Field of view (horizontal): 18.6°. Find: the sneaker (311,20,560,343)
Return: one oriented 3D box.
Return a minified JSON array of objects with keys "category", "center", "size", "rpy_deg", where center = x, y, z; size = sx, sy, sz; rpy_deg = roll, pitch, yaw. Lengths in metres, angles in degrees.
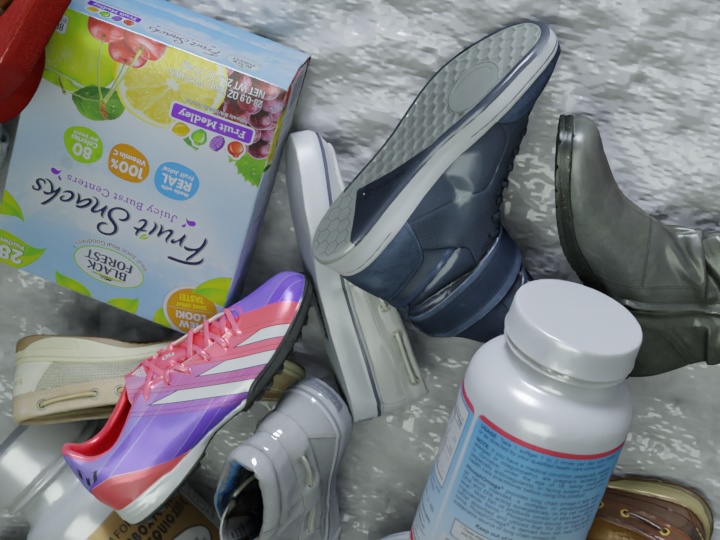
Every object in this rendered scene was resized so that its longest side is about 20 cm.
[{"category":"sneaker","center":[0.085,-0.048,1.391],"size":[0.146,0.077,0.202],"rpy_deg":[37,99,-28]}]

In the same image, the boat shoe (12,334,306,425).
[{"category":"boat shoe","center":[-0.137,0.083,1.496],"size":[0.199,0.072,0.065],"rpy_deg":[3,74,-1]}]

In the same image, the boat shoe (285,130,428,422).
[{"category":"boat shoe","center":[0.000,0.000,1.442],"size":[0.065,0.072,0.201],"rpy_deg":[-16,102,-8]}]

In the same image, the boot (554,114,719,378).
[{"category":"boot","center":[0.196,-0.019,1.383],"size":[0.130,0.068,0.201],"rpy_deg":[-8,121,15]}]

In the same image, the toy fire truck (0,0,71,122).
[{"category":"toy fire truck","center":[-0.227,-0.197,1.340],"size":[0.112,0.201,0.168],"rpy_deg":[24,126,-42]}]

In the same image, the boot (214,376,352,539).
[{"category":"boot","center":[-0.064,0.161,1.493],"size":[0.073,0.095,0.201],"rpy_deg":[34,143,23]}]

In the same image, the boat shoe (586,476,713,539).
[{"category":"boat shoe","center":[0.136,0.175,1.488],"size":[0.199,0.068,0.072],"rpy_deg":[5,117,14]}]

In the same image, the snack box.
[{"category":"snack box","center":[-0.140,-0.073,1.443],"size":[0.168,0.068,0.201],"rpy_deg":[20,121,5]}]

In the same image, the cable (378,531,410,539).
[{"category":"cable","center":[0.073,0.262,1.517],"size":[0.200,0.069,0.200],"rpy_deg":[34,142,-7]}]

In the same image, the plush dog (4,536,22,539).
[{"category":"plush dog","center":[-0.281,0.321,1.653],"size":[0.171,0.160,0.200],"rpy_deg":[-16,113,48]}]

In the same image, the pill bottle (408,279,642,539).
[{"category":"pill bottle","center":[0.106,0.111,1.380],"size":[0.108,0.109,0.201],"rpy_deg":[21,118,5]}]

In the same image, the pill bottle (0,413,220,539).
[{"category":"pill bottle","center":[-0.171,0.183,1.554],"size":[0.200,0.114,0.114],"rpy_deg":[44,119,-7]}]

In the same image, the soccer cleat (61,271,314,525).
[{"category":"soccer cleat","center":[-0.110,0.071,1.429],"size":[0.073,0.068,0.200],"rpy_deg":[39,94,-18]}]

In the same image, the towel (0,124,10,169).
[{"category":"towel","center":[-0.340,-0.062,1.466],"size":[0.171,0.048,0.200],"rpy_deg":[33,125,-3]}]
